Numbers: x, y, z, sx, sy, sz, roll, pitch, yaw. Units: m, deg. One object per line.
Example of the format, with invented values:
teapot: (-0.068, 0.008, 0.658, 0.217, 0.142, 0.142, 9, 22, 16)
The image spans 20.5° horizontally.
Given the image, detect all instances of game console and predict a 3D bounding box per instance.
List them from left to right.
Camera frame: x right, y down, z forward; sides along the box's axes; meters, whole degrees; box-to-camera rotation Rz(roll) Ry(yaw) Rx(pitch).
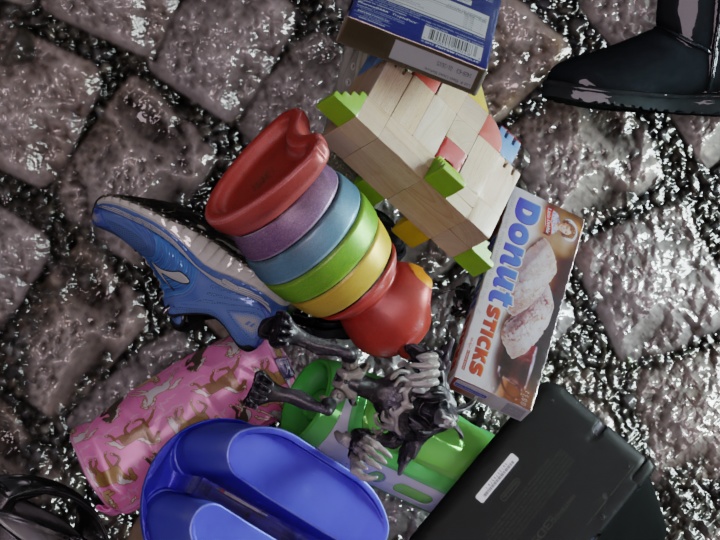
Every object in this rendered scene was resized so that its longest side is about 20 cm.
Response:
game console: (0.149, 0.227, 1.658, 0.176, 0.116, 0.200, 40, 70, 5)

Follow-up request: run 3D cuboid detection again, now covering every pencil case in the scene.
pencil case: (-0.145, 0.126, 1.668, 0.199, 0.087, 0.083, -30, 121, -4)

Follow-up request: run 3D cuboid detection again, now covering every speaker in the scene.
speaker: (0.035, 0.145, 1.649, 0.199, 0.088, 0.089, 27, 87, -25)

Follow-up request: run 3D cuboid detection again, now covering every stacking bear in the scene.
stacking bear: (-0.018, -0.011, 1.575, 0.114, 0.121, 0.200, -42, 114, 4)

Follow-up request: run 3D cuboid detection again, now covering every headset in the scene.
headset: (0.000, 0.000, 1.684, 0.199, 0.094, 0.124, 18, 110, 3)

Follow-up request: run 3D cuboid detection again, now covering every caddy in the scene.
caddy: (-0.077, 0.202, 1.566, 0.200, 0.105, 0.142, 35, 71, -22)

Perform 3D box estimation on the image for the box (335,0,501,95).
box: (0.055, -0.221, 1.652, 0.121, 0.200, 0.032, 21, 125, -3)

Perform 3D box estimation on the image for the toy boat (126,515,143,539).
toy boat: (-0.108, 0.274, 1.662, 0.130, 0.130, 0.201, -23, 92, -34)

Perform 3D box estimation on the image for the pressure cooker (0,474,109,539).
pressure cooker: (-0.294, 0.257, 1.608, 0.178, 0.176, 0.200, 36, 91, -6)

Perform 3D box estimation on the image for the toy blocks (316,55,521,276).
toy blocks: (0.061, -0.113, 1.631, 0.200, 0.100, 0.137, 41, 52, -17)

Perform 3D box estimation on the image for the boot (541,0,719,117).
boot: (0.254, -0.218, 1.700, 0.199, 0.076, 0.169, 2, 93, -11)

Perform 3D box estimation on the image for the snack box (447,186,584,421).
snack box: (0.131, 0.026, 1.666, 0.072, 0.024, 0.201, 24, 57, -7)

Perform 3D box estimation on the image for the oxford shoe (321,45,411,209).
oxford shoe: (-0.001, -0.125, 1.696, 0.075, 0.058, 0.201, 9, 103, -32)

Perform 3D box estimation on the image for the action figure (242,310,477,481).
action figure: (0.013, 0.100, 1.532, 0.199, 0.102, 0.119, 17, 102, -24)

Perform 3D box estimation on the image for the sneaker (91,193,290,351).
sneaker: (-0.151, 0.002, 1.650, 0.200, 0.078, 0.089, 32, 102, 25)
